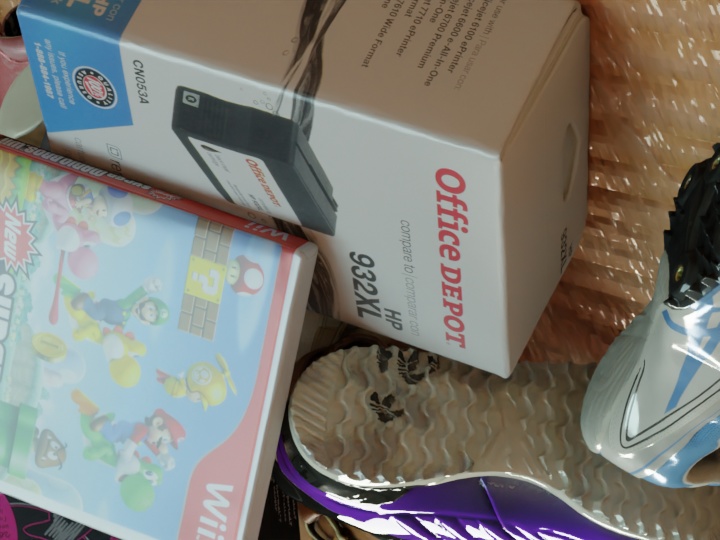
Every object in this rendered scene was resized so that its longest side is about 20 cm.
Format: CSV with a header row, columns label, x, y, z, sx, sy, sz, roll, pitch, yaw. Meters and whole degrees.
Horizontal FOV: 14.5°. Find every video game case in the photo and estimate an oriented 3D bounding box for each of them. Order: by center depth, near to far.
label,x,y,z,sx,sy,sz,roll,pitch,yaw
video game case,-0.122,0.026,1.126,0.199,0.017,0.144,19,111,17

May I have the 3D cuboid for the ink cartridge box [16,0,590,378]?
label,x,y,z,sx,sy,sz,roll,pitch,yaw
ink cartridge box,-0.019,-0.057,1.097,0.199,0.084,0.145,18,147,17

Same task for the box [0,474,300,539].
label,x,y,z,sx,sy,sz,roll,pitch,yaw
box,-0.138,0.066,1.223,0.115,0.199,0.133,-12,-82,-75

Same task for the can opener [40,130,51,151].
label,x,y,z,sx,sy,sz,roll,pitch,yaw
can opener,-0.132,-0.020,1.305,0.200,0.053,0.067,128,140,-54

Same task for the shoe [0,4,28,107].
label,x,y,z,sx,sy,sz,roll,pitch,yaw
shoe,-0.158,-0.094,1.440,0.200,0.071,0.091,-2,122,58

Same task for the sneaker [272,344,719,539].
label,x,y,z,sx,sy,sz,roll,pitch,yaw
sneaker,0.054,0.082,1.165,0.199,0.070,0.100,13,154,-14

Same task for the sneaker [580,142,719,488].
label,x,y,z,sx,sy,sz,roll,pitch,yaw
sneaker,0.137,0.017,1.038,0.072,0.072,0.200,16,148,-2

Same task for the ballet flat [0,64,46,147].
label,x,y,z,sx,sy,sz,roll,pitch,yaw
ballet flat,-0.150,-0.058,1.333,0.068,0.072,0.200,46,127,18

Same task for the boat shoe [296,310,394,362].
label,x,y,z,sx,sy,sz,roll,pitch,yaw
boat shoe,0.000,0.000,1.278,0.066,0.074,0.200,28,154,-3

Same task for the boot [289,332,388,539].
label,x,y,z,sx,sy,sz,roll,pitch,yaw
boot,0.014,0.128,1.277,0.201,0.076,0.155,63,149,9
